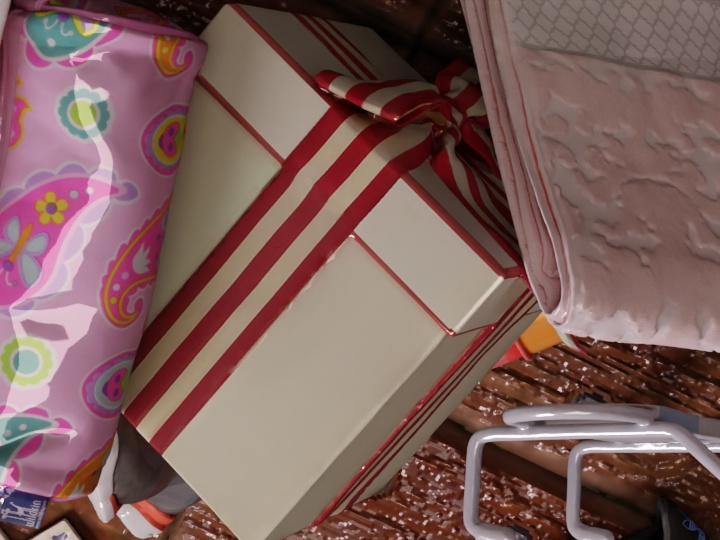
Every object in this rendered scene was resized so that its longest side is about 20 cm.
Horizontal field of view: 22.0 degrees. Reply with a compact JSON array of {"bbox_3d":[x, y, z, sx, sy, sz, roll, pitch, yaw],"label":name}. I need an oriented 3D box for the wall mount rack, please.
[{"bbox_3d":[0.151,0.101,0.847,0.173,0.200,0.075,-2,81,31],"label":"wall mount rack"}]

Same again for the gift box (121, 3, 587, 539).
[{"bbox_3d":[0.000,0.000,0.819,0.200,0.184,0.187,42,107,9],"label":"gift box"}]

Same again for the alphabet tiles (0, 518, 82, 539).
[{"bbox_3d":[-0.211,0.220,1.003,0.200,0.006,0.167,-31,106,11],"label":"alphabet tiles"}]

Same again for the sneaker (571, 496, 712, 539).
[{"bbox_3d":[0.096,0.190,0.959,0.199,0.070,0.078,-29,103,3],"label":"sneaker"}]

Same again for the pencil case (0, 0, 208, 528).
[{"bbox_3d":[-0.121,-0.008,0.725,0.087,0.087,0.201,15,97,-4],"label":"pencil case"}]

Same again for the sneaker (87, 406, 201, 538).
[{"bbox_3d":[-0.095,0.071,0.871,0.082,0.200,0.077,-26,78,-3],"label":"sneaker"}]

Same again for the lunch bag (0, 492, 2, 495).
[{"bbox_3d":[-0.225,0.005,0.837,0.127,0.200,0.171,-15,112,-23],"label":"lunch bag"}]

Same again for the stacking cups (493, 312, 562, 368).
[{"bbox_3d":[0.126,-0.004,0.902,0.199,0.061,0.061,-22,107,13],"label":"stacking cups"}]

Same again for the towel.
[{"bbox_3d":[0.143,-0.049,0.789,0.199,0.192,0.032,7,146,-30],"label":"towel"}]

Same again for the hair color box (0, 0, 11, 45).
[{"bbox_3d":[-0.193,-0.082,0.680,0.110,0.064,0.201,13,97,-23],"label":"hair color box"}]
